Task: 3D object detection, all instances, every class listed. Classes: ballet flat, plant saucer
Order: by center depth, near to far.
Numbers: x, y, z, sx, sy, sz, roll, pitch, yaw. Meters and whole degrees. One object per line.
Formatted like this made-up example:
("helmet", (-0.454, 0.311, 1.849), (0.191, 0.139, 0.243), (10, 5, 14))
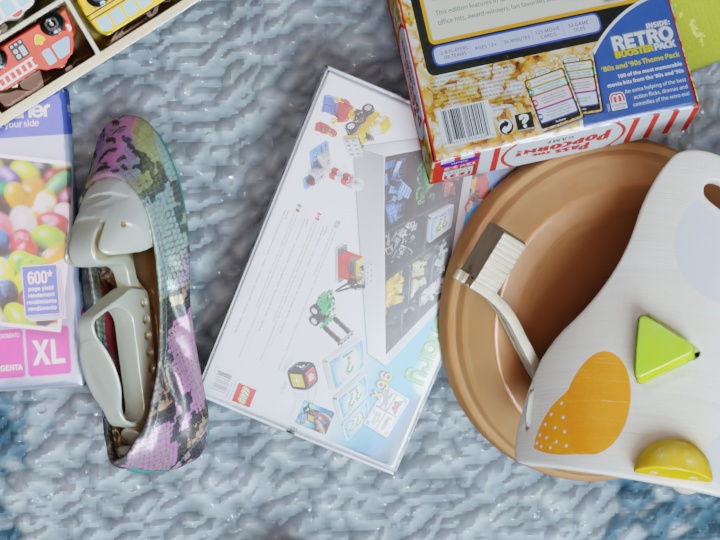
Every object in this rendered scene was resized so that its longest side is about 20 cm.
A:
("ballet flat", (-0.129, 0.014, 1.117), (0.069, 0.071, 0.202), (-8, 90, 39))
("plant saucer", (0.143, 0.026, 1.141), (0.198, 0.037, 0.202), (-3, 103, -14))

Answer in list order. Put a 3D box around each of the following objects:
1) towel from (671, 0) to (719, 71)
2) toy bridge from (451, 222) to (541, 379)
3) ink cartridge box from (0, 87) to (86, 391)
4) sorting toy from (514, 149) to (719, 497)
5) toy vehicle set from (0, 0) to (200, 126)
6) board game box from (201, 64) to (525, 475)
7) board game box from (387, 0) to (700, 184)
("towel", (0.151, -0.145, 1.164), (0.198, 0.018, 0.087), (-21, 100, -3))
("toy bridge", (0.130, 0.047, 1.108), (0.199, 0.027, 0.068), (30, 94, -20))
("ink cartridge box", (-0.219, -0.031, 1.137), (0.118, 0.042, 0.202), (-3, 93, -4))
("sorting toy", (0.204, 0.036, 1.075), (0.198, 0.107, 0.182), (15, 80, -19))
("toy vehicle set", (-0.199, -0.151, 1.094), (0.199, 0.027, 0.125), (-32, 99, -2))
("board game box", (0.000, 0.000, 1.148), (0.125, 0.035, 0.202), (22, 96, -5))
("board game box", (0.089, -0.163, 1.114), (0.150, 0.046, 0.202), (-11, 78, -3))
